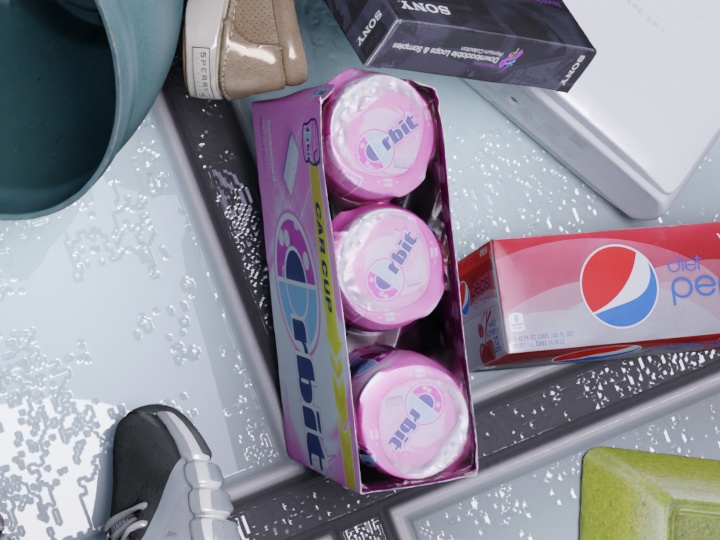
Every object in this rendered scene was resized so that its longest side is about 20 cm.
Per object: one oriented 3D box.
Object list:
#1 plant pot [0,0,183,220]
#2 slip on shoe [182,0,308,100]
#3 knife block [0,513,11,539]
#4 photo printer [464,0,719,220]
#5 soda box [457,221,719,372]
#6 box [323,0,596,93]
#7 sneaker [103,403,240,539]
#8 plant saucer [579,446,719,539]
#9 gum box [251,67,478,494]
[{"bbox_3d":[-0.165,-0.144,0.980,0.200,0.200,0.134,46,43,-4],"label":"plant pot"},{"bbox_3d":[-0.052,-0.166,1.033,0.060,0.076,0.201,1,45,3],"label":"slip on shoe"},{"bbox_3d":[-0.266,0.148,0.941,0.199,0.064,0.176,30,71,-9],"label":"knife block"},{"bbox_3d":[0.158,-0.154,1.131,0.166,0.069,0.200,40,71,-6],"label":"photo printer"},{"bbox_3d":[0.156,0.012,1.096,0.198,0.070,0.064,-5,79,-18],"label":"soda box"},{"bbox_3d":[0.021,-0.177,1.025,0.142,0.036,0.201,2,49,-42],"label":"box"},{"bbox_3d":[-0.115,0.154,0.950,0.115,0.075,0.201,-4,57,-28],"label":"sneaker"},{"bbox_3d":[0.216,0.202,1.089,0.198,0.048,0.201,8,77,-16],"label":"plant saucer"},{"bbox_3d":[0.000,0.000,1.002,0.066,0.113,0.202,-8,97,-19],"label":"gum box"}]
